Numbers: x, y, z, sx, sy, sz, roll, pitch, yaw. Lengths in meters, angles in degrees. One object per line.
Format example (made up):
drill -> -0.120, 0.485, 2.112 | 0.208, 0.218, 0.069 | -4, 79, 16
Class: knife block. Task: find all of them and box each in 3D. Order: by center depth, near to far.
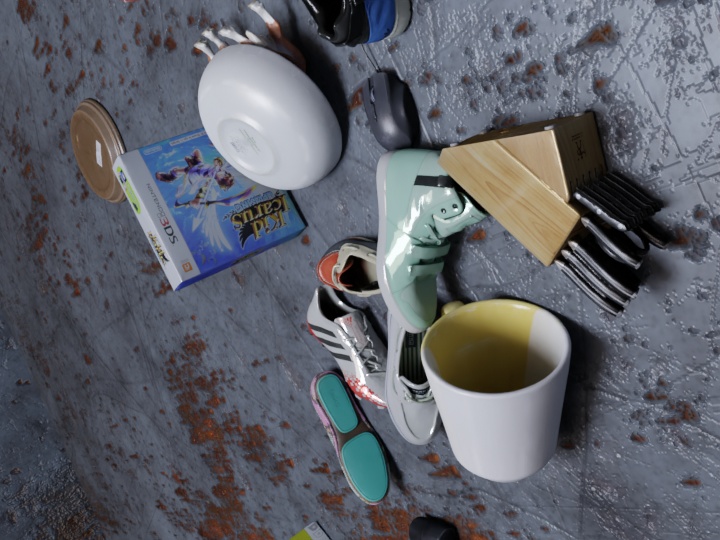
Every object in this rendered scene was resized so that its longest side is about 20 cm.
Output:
knife block -> 0.177, -0.048, 0.743 | 0.199, 0.064, 0.178 | 0, 110, 52

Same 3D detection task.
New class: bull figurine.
bull figurine -> -0.147, -0.255, 1.018 | 0.198, 0.065, 0.122 | -10, 129, 47

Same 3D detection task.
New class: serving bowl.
serving bowl -> -0.123, -0.171, 0.984 | 0.198, 0.066, 0.201 | 25, 147, 17

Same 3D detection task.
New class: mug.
mug -> 0.149, 0.125, 0.851 | 0.147, 0.187, 0.155 | -1, 124, 17

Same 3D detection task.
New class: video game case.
video game case -> -0.198, -0.096, 1.072 | 0.183, 0.199, 0.045 | 62, 148, 3

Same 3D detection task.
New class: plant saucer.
plant saucer -> -0.498, -0.222, 1.528 | 0.199, 0.029, 0.203 | 28, 130, 40

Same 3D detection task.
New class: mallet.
mallet -> 0.116, 0.435, 1.136 | 0.065, 0.041, 0.203 | 13, 124, 48

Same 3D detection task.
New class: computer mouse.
computer mouse -> 0.007, -0.220, 0.882 | 0.058, 0.034, 0.202 | -25, 90, 55

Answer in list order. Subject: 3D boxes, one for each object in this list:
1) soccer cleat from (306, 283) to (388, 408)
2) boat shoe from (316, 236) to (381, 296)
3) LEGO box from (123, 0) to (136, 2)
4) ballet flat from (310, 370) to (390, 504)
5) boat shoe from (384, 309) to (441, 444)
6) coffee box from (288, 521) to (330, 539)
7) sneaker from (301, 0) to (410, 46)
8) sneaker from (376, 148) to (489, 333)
soccer cleat -> -0.003, 0.099, 1.059 | 0.200, 0.068, 0.086 | 46, 145, 31
boat shoe -> 0.000, 0.000, 0.998 | 0.199, 0.062, 0.072 | -1, 112, 53
LEGO box -> -0.336, -0.500, 1.113 | 0.148, 0.077, 0.202 | 37, 136, 33
ballet flat -> -0.016, 0.242, 1.170 | 0.202, 0.068, 0.071 | 62, 162, 11
boat shoe -> 0.063, 0.130, 0.969 | 0.067, 0.072, 0.203 | -112, 11, -71
coffee box -> -0.109, 0.604, 1.378 | 0.200, 0.196, 0.201 | 45, 140, 24
sneaker -> -0.020, -0.323, 0.789 | 0.076, 0.110, 0.203 | 11, 118, 48
sneaker -> 0.080, -0.028, 0.852 | 0.117, 0.073, 0.204 | 3, 104, 42
